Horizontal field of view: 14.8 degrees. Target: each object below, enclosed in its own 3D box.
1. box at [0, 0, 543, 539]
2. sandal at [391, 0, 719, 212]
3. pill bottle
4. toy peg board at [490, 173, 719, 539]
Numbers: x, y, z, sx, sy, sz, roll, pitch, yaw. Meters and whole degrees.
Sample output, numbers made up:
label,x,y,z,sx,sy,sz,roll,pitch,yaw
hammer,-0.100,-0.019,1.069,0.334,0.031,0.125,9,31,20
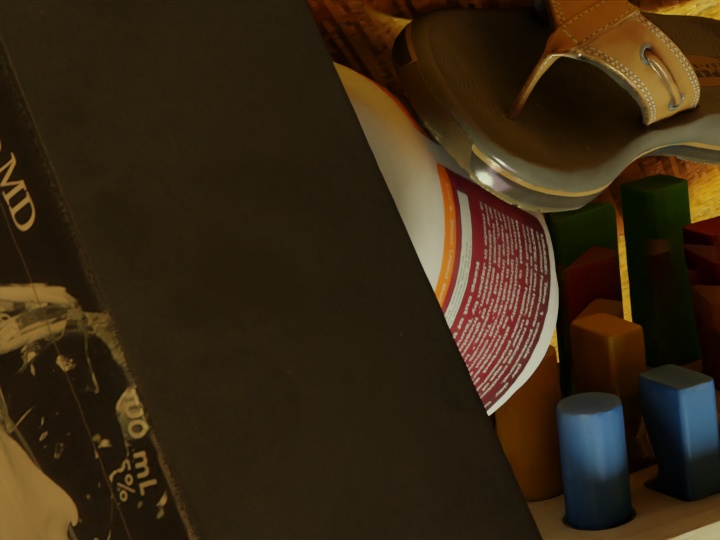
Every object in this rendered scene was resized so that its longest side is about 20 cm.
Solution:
label,x,y,z,sx,sy,sz,roll,pitch,yaw
box,-0.082,0.042,0.763,0.124,0.201,0.196,-7,157,-47
sandal,0.085,-0.067,0.901,0.199,0.082,0.055,-6,141,-46
pill bottle,0.000,0.000,0.918,0.113,0.113,0.200,-28,164,14
toy peg board,0.106,0.036,1.105,0.199,0.098,0.199,-16,-162,-28
